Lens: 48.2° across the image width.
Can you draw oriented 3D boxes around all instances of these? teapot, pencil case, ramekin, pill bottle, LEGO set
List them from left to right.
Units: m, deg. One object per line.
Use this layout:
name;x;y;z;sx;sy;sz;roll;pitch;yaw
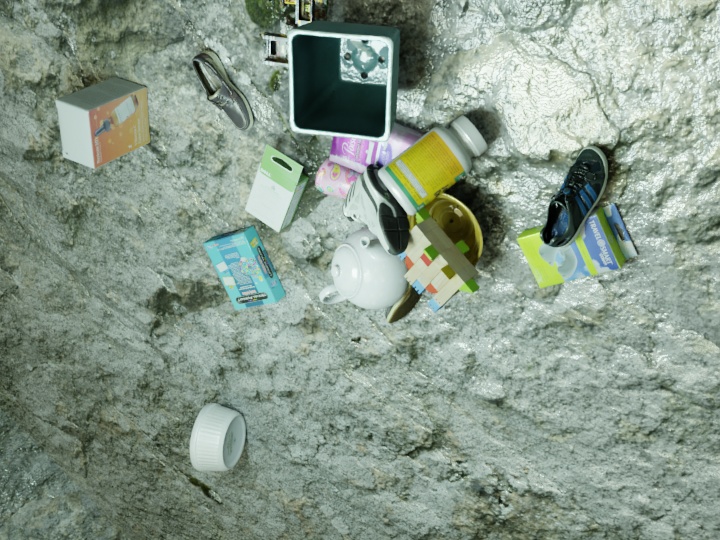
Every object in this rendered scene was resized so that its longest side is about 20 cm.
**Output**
ramekin;-0.408;0.490;2.338;0.094;0.202;0.203;7;121;15
LEGO set;-0.136;-0.491;1.602;0.116;0.154;0.200;10;128;12
teapot;0.000;0.000;1.772;0.197;0.146;0.200;25;117;54
pencil case;0.003;-0.176;1.746;0.200;0.087;0.088;25;127;16
pill bottle;0.144;-0.209;1.569;0.200;0.113;0.113;-38;94;3

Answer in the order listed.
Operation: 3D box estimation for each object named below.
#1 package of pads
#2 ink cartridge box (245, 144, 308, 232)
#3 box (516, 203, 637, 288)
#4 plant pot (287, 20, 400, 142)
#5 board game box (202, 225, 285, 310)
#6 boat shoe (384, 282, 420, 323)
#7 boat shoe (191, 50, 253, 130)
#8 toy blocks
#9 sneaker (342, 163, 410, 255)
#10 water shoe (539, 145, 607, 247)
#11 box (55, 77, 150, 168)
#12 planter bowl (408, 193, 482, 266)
package of pads;0.039;-0.256;1.681;0.200;0.076;0.121;25;125;18
ink cartridge box;-0.189;-0.198;1.871;0.104;0.059;0.200;34;130;11
box;0.423;-0.045;1.580;0.200;0.048;0.122;-18;106;39
plant pot;-0.014;-0.382;1.547;0.196;0.200;0.196;9;121;12
board game box;-0.298;-0.004;2.064;0.151;0.047;0.200;-11;111;36
boat shoe;0.098;0.041;1.831;0.065;0.073;0.200;51;137;25
boat shoe;-0.319;-0.403;1.829;0.072;0.065;0.200;-20;106;37
toy blocks;0.145;-0.008;1.648;0.200;0.100;0.137;51;141;10
sneaker;0.029;-0.106;1.651;0.115;0.076;0.201;-38;61;46
water shoe;0.396;-0.134;1.489;0.071;0.079;0.200;27;108;35
box;-0.622;-0.362;1.958;0.106;0.200;0.152;21;127;21
planter bowl;0.176;-0.090;1.686;0.200;0.083;0.201;16;125;24
